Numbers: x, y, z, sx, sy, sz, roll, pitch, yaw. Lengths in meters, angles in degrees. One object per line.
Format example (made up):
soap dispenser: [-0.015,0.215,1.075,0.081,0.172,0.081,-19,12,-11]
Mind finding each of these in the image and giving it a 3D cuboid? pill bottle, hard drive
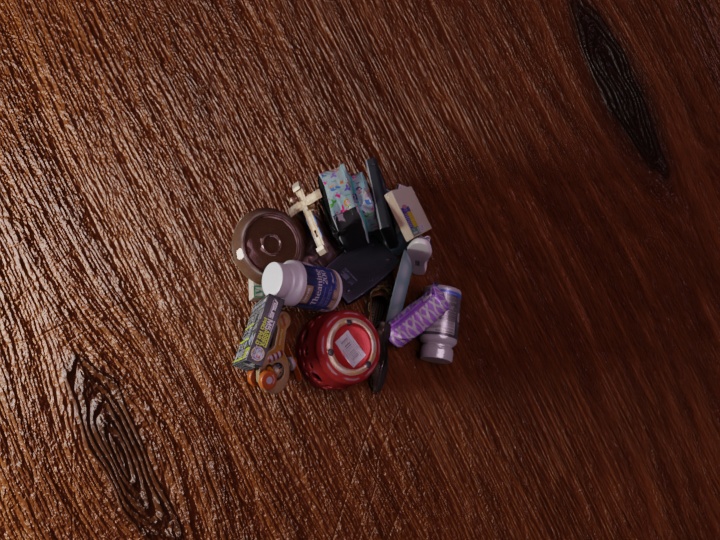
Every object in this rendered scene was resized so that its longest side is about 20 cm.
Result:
pill bottle: [-0.145,0.037,1.496,0.197,0.109,0.115,13,72,-46]
hard drive: [0.059,-0.177,1.601,0.032,0.140,0.207,-15,68,8]
hard drive: [0.000,0.000,1.629,0.198,0.043,0.135,-37,65,-23]
pill bottle: [0.225,0.154,1.709,0.110,0.113,0.207,14,74,-20]

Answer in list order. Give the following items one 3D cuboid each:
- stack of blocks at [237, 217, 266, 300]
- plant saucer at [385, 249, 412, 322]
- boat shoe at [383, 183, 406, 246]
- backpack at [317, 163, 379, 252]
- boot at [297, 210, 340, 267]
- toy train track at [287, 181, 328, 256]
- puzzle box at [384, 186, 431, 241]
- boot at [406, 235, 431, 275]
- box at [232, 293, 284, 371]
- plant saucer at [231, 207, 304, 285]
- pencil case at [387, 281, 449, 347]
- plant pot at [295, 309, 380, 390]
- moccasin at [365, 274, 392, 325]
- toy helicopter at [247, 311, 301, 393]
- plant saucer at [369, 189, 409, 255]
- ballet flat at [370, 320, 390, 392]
stack of blocks: [-0.260,-0.028,1.561,0.111,0.058,0.208,1,79,-23]
plant saucer: [0.110,0.046,1.630,0.037,0.202,0.207,14,72,4]
boat shoe: [0.087,-0.168,1.706,0.084,0.075,0.206,29,63,-9]
backpack: [-0.037,-0.181,1.610,0.147,0.179,0.204,-25,60,-2]
boot: [-0.162,-0.048,1.613,0.186,0.064,0.201,44,71,-7]
toy train track: [-0.137,-0.136,1.566,0.032,0.113,0.206,-9,74,-62]
puzzle box: [0.131,-0.156,1.615,0.136,0.025,0.199,64,23,0]
boot: [0.170,-0.069,1.694,0.070,0.201,0.093,14,68,5]
box: [-0.249,0.154,1.451,0.043,0.199,0.165,22,71,-15]
plant saucer: [-0.230,-0.064,1.531,0.194,0.034,0.208,5,77,-23]
pencil case: [0.154,0.126,1.644,0.085,0.199,0.085,22,30,-55]
plant pot: [-0.050,0.200,1.543,0.194,0.182,0.208,6,75,-24]
moccasin: [0.051,0.074,1.667,0.072,0.077,0.208,23,71,-17]
toy helicopter: [-0.204,0.209,1.526,0.129,0.078,0.208,14,81,-38]
plant saucer: [0.062,-0.135,1.744,0.193,0.027,0.208,5,77,-22]
ballet flat: [0.048,0.232,1.620,0.067,0.045,0.207,-34,132,-61]
